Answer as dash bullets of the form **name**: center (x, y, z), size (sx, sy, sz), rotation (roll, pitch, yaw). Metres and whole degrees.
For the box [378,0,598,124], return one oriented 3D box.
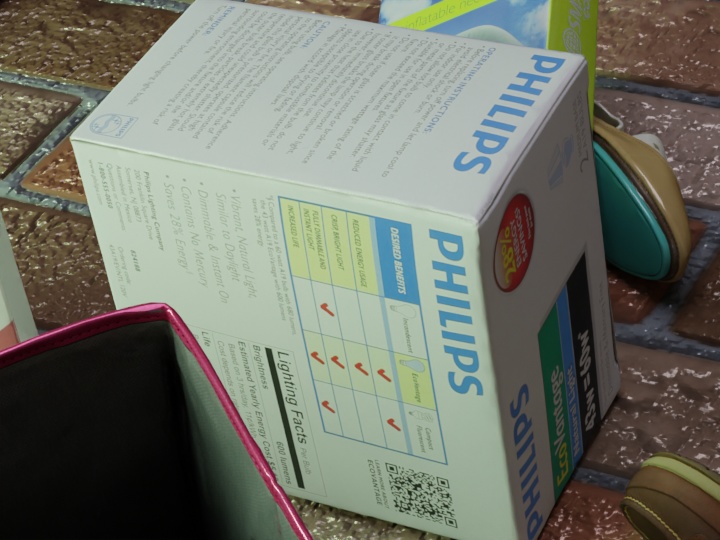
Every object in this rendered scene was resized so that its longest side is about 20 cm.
- **box**: center (0.064, -0.108, 1.224), size (0.121, 0.048, 0.201), rotation (-19, 52, 36)

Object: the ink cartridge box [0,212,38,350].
- **ink cartridge box**: center (-0.266, 0.030, 1.157), size (0.198, 0.117, 0.068), rotation (-12, 37, -1)

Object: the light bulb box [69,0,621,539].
- **light bulb box**: center (0.000, 0.000, 1.064), size (0.199, 0.199, 0.125), rotation (12, 44, 25)

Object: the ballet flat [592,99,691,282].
- **ballet flat**: center (0.122, -0.060, 1.223), size (0.063, 0.069, 0.200), rotation (-22, 39, -24)

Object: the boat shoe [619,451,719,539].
- **boat shoe**: center (0.156, 0.138, 0.952), size (0.068, 0.072, 0.200), rotation (-43, 34, -4)

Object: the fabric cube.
- **fabric cube**: center (-0.107, 0.170, 0.842), size (0.195, 0.200, 0.200), rotation (-22, 49, -14)
